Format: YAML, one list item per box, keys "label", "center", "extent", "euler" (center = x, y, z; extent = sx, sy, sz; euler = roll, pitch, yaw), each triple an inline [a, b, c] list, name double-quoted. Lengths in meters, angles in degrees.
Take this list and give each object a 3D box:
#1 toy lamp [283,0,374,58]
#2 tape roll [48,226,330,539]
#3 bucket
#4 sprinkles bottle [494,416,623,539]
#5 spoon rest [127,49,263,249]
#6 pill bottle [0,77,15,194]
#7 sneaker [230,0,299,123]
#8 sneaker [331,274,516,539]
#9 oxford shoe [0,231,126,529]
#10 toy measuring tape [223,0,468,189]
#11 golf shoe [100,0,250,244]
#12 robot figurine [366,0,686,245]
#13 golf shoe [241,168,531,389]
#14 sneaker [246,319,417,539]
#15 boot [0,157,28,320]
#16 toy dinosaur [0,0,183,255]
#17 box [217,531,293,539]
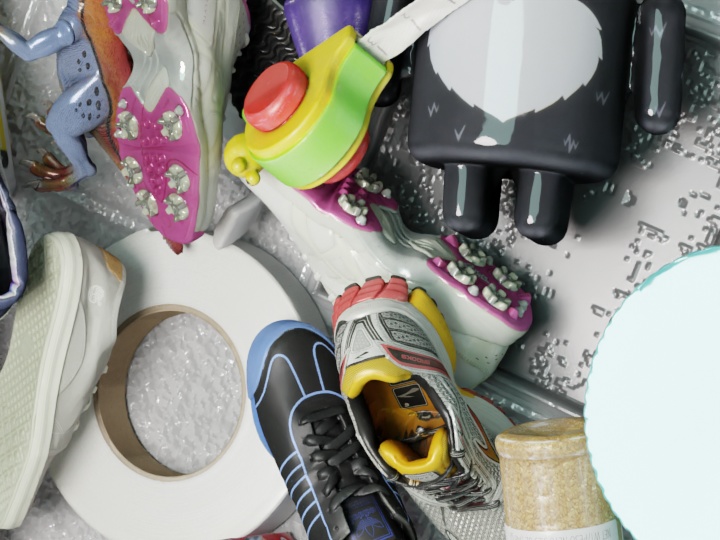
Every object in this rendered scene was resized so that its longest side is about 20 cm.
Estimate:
- label: "toy lamp"
  center: [-0.022, -0.209, 1.468]
  extent: [0.058, 0.058, 0.202]
  euler: [-6, 89, 24]
- label: "tape roll"
  center: [-0.109, 0.074, 1.565]
  extent: [0.201, 0.037, 0.205]
  euler: [-1, 88, 25]
- label: "bucket"
  center: [0.223, 0.077, 1.357]
  extent: [0.206, 0.135, 0.209]
  euler: [-1, 89, 26]
- label: "sprinkles bottle"
  center: [0.117, 0.186, 1.420]
  extent: [0.068, 0.068, 0.202]
  euler: [-4, 97, 24]
- label: "spoon rest"
  center: [-0.114, -0.107, 1.560]
  extent: [0.201, 0.060, 0.100]
  euler: [55, 144, 17]
- label: "pill bottle"
  center: [-0.286, -0.138, 1.613]
  extent: [0.114, 0.114, 0.202]
  euler: [-12, 82, 24]
- label: "sneaker"
  center: [-0.061, -0.155, 1.537]
  extent: [0.070, 0.090, 0.200]
  euler: [-36, 100, 26]
- label: "sneaker"
  center: [0.038, 0.101, 1.431]
  extent: [0.077, 0.082, 0.200]
  euler: [-22, 123, 21]
- label: "oxford shoe"
  center: [-0.186, 0.070, 1.547]
  extent: [0.075, 0.057, 0.201]
  euler: [43, 122, 47]
- label: "toy measuring tape"
  center: [-0.002, -0.097, 1.389]
  extent: [0.199, 0.073, 0.074]
  euler: [-31, 75, 31]
- label: "golf shoe"
  center: [-0.094, -0.115, 1.460]
  extent: [0.075, 0.091, 0.202]
  euler: [19, 122, 42]
- label: "robot figurine"
  center: [0.090, -0.117, 1.430]
  extent: [0.125, 0.149, 0.202]
  euler: [2, 85, 63]
- label: "golf shoe"
  center: [0.000, 0.000, 1.481]
  extent: [0.199, 0.075, 0.092]
  euler: [37, 116, 12]
- label: "sneaker"
  center: [-0.008, 0.123, 1.472]
  extent: [0.070, 0.078, 0.201]
  euler: [-21, 94, -18]
- label: "boot"
  center: [-0.237, -0.067, 1.508]
  extent: [0.072, 0.090, 0.202]
  euler: [-15, 86, -22]
- label: "toy dinosaur"
  center: [-0.151, -0.139, 1.505]
  extent: [0.199, 0.105, 0.182]
  euler: [27, 129, -6]
- label: "box"
  center: [-0.111, 0.251, 1.523]
  extent: [0.200, 0.102, 0.095]
  euler: [-40, 72, 19]
